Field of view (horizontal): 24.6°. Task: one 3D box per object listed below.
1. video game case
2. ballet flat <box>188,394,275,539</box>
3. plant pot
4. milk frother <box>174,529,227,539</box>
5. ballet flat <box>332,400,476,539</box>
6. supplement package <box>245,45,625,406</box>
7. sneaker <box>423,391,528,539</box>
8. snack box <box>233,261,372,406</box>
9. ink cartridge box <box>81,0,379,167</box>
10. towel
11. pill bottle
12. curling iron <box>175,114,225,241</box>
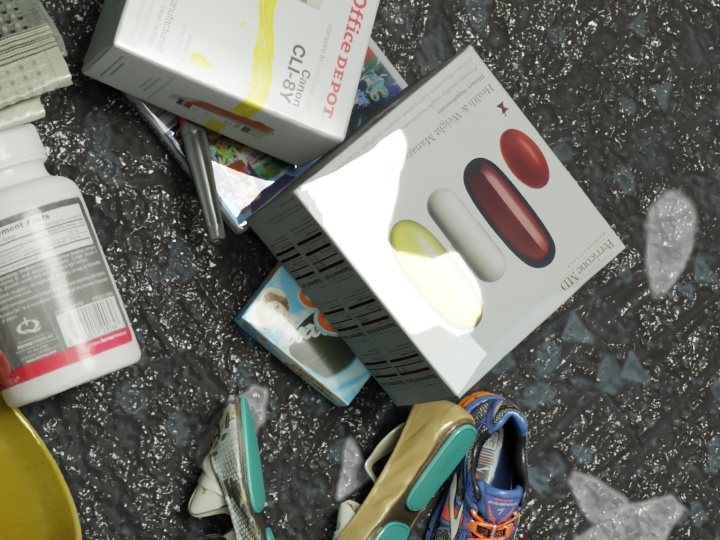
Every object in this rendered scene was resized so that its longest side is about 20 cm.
[{"bbox_3d":[-0.084,-0.160,1.380,0.200,0.023,0.182,-40,96,-19],"label":"video game case"},{"bbox_3d":[-0.099,0.201,1.312,0.072,0.072,0.200,-14,87,-19],"label":"ballet flat"},{"bbox_3d":[-0.319,0.174,1.194,0.142,0.200,0.200,-36,96,8],"label":"plant pot"},{"bbox_3d":[-0.166,0.307,1.210,0.200,0.181,0.188,-20,87,-6],"label":"milk frother"},{"bbox_3d":[0.020,0.190,1.353,0.063,0.069,0.200,33,85,30],"label":"ballet flat"},{"bbox_3d":[0.057,-0.030,1.304,0.191,0.147,0.200,-41,97,-18],"label":"supplement package"},{"bbox_3d":[0.100,0.198,1.367,0.075,0.078,0.200,6,82,-16],"label":"sneaker"},{"bbox_3d":[0.000,0.000,1.379,0.116,0.037,0.200,40,74,-9],"label":"snack box"},{"bbox_3d":[-0.097,-0.190,1.304,0.200,0.083,0.145,22,70,-22],"label":"ink cartridge box"},{"bbox_3d":[-0.332,-0.169,1.249,0.200,0.035,0.193,-23,60,-10],"label":"towel"},{"bbox_3d":[-0.251,-0.005,1.261,0.111,0.111,0.200,-21,90,-19],"label":"pill bottle"},{"bbox_3d":[-0.146,-0.118,1.327,0.050,0.026,0.200,-18,88,-26],"label":"curling iron"}]
